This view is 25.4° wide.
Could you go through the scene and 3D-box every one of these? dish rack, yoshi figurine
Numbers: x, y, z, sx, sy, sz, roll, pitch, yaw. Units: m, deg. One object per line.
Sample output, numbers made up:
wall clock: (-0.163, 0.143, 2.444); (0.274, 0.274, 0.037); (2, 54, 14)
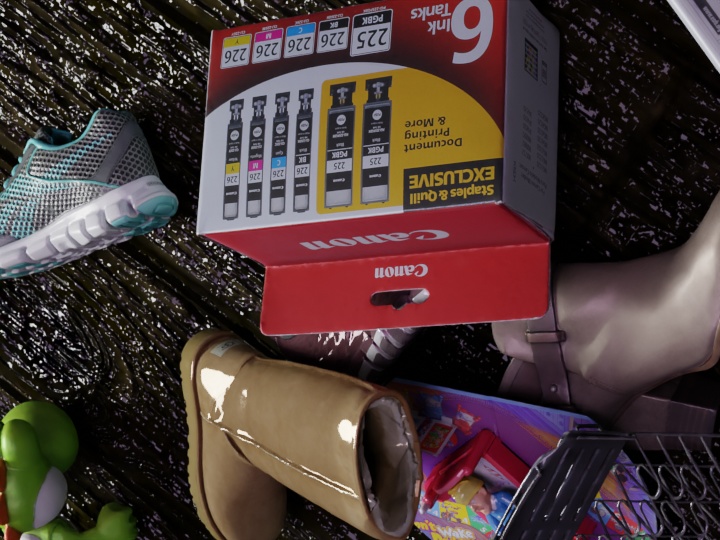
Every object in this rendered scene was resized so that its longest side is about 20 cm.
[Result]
dish rack: (0.170, 0.157, 0.927); (0.055, 0.198, 0.154); (58, 135, 49)
yoshi figurine: (-0.232, 0.180, 1.195); (0.112, 0.112, 0.202); (45, 149, 53)

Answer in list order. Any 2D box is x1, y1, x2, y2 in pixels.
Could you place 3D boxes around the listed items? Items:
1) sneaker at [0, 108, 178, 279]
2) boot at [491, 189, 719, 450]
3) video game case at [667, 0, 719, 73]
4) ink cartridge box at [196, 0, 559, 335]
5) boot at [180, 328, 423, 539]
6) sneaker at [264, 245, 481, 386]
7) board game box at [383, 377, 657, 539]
sneaker: (-0.215, -0.052, 1.113); (0.199, 0.077, 0.092); (-19, 83, 27)
boot: (0.150, 0.021, 0.944); (0.145, 0.070, 0.202); (16, 115, 21)
video game case: (0.266, -0.137, 0.797); (0.181, 0.024, 0.201); (-35, 74, 11)
ink cartridge box: (0.010, -0.060, 0.934); (0.198, 0.084, 0.177); (-6, 73, 28)
boot: (-0.038, 0.133, 1.025); (0.199, 0.066, 0.177); (18, 128, 50)
sneaker: (0.000, 0.000, 1.012); (0.116, 0.076, 0.200); (46, 122, 9)
board game box: (0.085, 0.149, 1.002); (0.198, 0.039, 0.159); (10, 132, 30)
